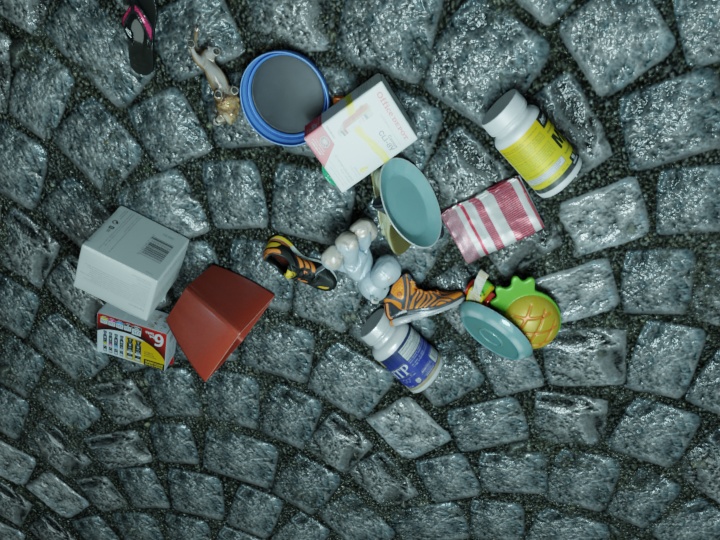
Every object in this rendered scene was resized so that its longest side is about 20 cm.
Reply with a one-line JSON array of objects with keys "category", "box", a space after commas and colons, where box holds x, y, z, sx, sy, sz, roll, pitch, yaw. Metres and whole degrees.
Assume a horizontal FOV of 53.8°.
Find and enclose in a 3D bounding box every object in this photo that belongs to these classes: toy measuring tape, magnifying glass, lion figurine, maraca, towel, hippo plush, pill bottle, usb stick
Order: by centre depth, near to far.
[{"category": "pill bottle", "box": [0.340, -0.255, 1.420, 0.199, 0.115, 0.114, 43, 121, -15]}, {"category": "lion figurine", "box": [-0.308, -0.409, 1.499, 0.071, 0.122, 0.205, -21, 101, -10]}, {"category": "magnifying glass", "box": [-0.047, -0.280, 1.552, 0.077, 0.023, 0.205, 7, 124, 9]}, {"category": "usb stick", "box": [0.106, -0.114, 1.554, 0.197, 0.034, 0.055, 25, 160, -39]}, {"category": "towel", "box": [0.291, -0.110, 1.575, 0.196, 0.023, 0.146, -25, 113, 25]}, {"category": "hippo plush", "box": [0.000, 0.000, 1.604, 0.161, 0.159, 0.200, 47, 119, 6]}, {"category": "toy measuring tape", "box": [0.278, 0.035, 1.613, 0.071, 0.075, 0.201, 11, 152, 6]}, {"category": "maraca", "box": [0.380, 0.098, 1.626, 0.135, 0.108, 0.201, -33, 115, 14]}, {"category": "pill bottle", "box": [0.097, 0.193, 1.743, 0.199, 0.121, 0.119, 42, 121, -14]}]

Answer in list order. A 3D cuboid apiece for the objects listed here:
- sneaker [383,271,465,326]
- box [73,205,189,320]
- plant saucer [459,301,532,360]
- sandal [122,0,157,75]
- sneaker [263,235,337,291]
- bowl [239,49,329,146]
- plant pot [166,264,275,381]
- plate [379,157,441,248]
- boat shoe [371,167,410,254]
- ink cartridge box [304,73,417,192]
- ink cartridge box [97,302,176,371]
[{"category": "sneaker", "box": [0.146, 0.052, 1.672, 0.194, 0.078, 0.115, -16, 85, -8]}, {"category": "box", "box": [-0.549, -0.021, 1.713, 0.196, 0.201, 0.133, 25, 123, -4]}, {"category": "plant saucer", "box": [0.307, 0.147, 1.647, 0.198, 0.028, 0.201, 36, 163, 12]}, {"category": "sandal", "box": [-0.466, -0.508, 1.491, 0.073, 0.045, 0.205, 10, 122, 6]}, {"category": "sneaker", "box": [-0.148, 0.003, 1.701, 0.197, 0.091, 0.070, 34, 123, -8]}, {"category": "bowl", "box": [-0.158, -0.368, 1.510, 0.194, 0.040, 0.206, 6, 122, 10]}, {"category": "plant pot", "box": [-0.362, 0.111, 1.766, 0.175, 0.200, 0.201, 40, 122, 0]}, {"category": "plate", "box": [0.101, -0.140, 1.498, 0.025, 0.202, 0.201, -25, 114, 40]}, {"category": "boat shoe", "box": [0.068, -0.133, 1.594, 0.072, 0.063, 0.205, -31, 123, -19]}, {"category": "ink cartridge box", "box": [0.001, -0.285, 1.470, 0.197, 0.084, 0.146, -33, 113, 13]}, {"category": "ink cartridge box", "box": [-0.604, 0.188, 1.922, 0.194, 0.085, 0.179, 16, 123, 2]}]
